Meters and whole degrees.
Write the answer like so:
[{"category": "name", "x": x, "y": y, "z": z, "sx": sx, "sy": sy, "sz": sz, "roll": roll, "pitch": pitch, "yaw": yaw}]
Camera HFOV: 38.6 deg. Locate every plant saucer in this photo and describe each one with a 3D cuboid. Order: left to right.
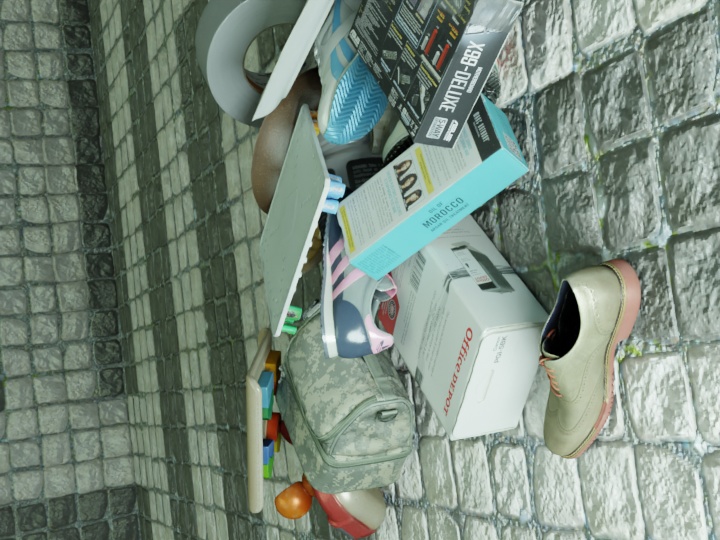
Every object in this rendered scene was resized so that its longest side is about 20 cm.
[{"category": "plant saucer", "x": -0.063, "y": -0.156, "z": 1.310, "sx": 0.036, "sy": 0.200, "sz": 0.202, "roll": 26, "pitch": 124, "yaw": 25}]

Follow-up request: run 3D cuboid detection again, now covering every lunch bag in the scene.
[{"category": "lunch bag", "x": -0.015, "y": 0.150, "z": 1.286, "sx": 0.201, "sy": 0.138, "sz": 0.169, "roll": -117, "pitch": 36, "yaw": -42}]

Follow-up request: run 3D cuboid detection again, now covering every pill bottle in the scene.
[{"category": "pill bottle", "x": 0.002, "y": -0.078, "z": 1.232, "sx": 0.114, "sy": 0.113, "sz": 0.202, "roll": 143, "pitch": 120, "yaw": -62}]

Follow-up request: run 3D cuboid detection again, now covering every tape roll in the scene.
[{"category": "tape roll", "x": -0.113, "y": -0.289, "z": 1.345, "sx": 0.066, "sy": 0.198, "sz": 0.202, "roll": -121, "pitch": 35, "yaw": -46}]

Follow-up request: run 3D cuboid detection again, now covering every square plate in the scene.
[{"category": "square plate", "x": -0.060, "y": -0.286, "z": 1.191, "sx": 0.201, "sy": 0.028, "sz": 0.199, "roll": -59, "pitch": 11, "yaw": 30}]

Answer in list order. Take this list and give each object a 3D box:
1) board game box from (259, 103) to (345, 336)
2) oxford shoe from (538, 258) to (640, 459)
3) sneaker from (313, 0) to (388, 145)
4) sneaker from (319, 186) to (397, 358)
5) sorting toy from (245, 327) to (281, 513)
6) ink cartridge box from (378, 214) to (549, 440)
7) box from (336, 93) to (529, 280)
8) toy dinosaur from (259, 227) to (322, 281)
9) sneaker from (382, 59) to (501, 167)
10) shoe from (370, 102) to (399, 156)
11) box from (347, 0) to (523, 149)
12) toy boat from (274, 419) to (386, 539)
[{"category": "board game box", "x": -0.071, "y": -0.059, "z": 1.172, "sx": 0.201, "sy": 0.026, "sz": 0.201, "roll": -108, "pitch": 33, "yaw": -56}, {"category": "oxford shoe", "x": 0.182, "y": 0.082, "z": 0.907, "sx": 0.070, "sy": 0.074, "sz": 0.202, "roll": -134, "pitch": 45, "yaw": -53}, {"category": "sneaker", "x": -0.013, "y": -0.228, "z": 1.155, "sx": 0.080, "sy": 0.076, "sz": 0.202, "roll": -5, "pitch": 61, "yaw": 40}, {"category": "sneaker", "x": 0.000, "y": 0.000, "z": 1.119, "sx": 0.070, "sy": 0.081, "sz": 0.202, "roll": 76, "pitch": -166, "yaw": -68}, {"category": "sorting toy", "x": -0.127, "y": 0.195, "z": 1.373, "sx": 0.200, "sy": 0.036, "sz": 0.187, "roll": -92, "pitch": 3, "yaw": -73}, {"category": "ink cartridge box", "x": 0.103, "y": 0.052, "z": 1.068, "sx": 0.201, "sy": 0.082, "sz": 0.148, "roll": -121, "pitch": 35, "yaw": -45}, {"category": "box", "x": 0.067, "y": -0.082, "z": 1.034, "sx": 0.199, "sy": 0.049, "sz": 0.083, "roll": -36, "pitch": 47, "yaw": 24}, {"category": "toy dinosaur", "x": -0.039, "y": -0.043, "z": 1.327, "sx": 0.060, "sy": 0.105, "sz": 0.201, "roll": 105, "pitch": -170, "yaw": -73}, {"category": "sneaker", "x": 0.087, "y": -0.178, "z": 1.090, "sx": 0.200, "sy": 0.070, "sz": 0.094, "roll": 130, "pitch": 154, "yaw": -51}, {"category": "shoe", "x": 0.025, "y": -0.220, "z": 1.199, "sx": 0.070, "sy": 0.053, "sz": 0.202, "roll": 97, "pitch": 165, "yaw": -66}, {"category": "box", "x": 0.064, "y": -0.242, "z": 0.997, "sx": 0.159, "sy": 0.049, "sz": 0.201, "roll": -65, "pitch": 35, "yaw": 33}, {"category": "toy boat", "x": -0.060, "y": 0.283, "z": 1.380, "sx": 0.131, "sy": 0.130, "sz": 0.201, "roll": 47, "pitch": -171, "yaw": -45}]
